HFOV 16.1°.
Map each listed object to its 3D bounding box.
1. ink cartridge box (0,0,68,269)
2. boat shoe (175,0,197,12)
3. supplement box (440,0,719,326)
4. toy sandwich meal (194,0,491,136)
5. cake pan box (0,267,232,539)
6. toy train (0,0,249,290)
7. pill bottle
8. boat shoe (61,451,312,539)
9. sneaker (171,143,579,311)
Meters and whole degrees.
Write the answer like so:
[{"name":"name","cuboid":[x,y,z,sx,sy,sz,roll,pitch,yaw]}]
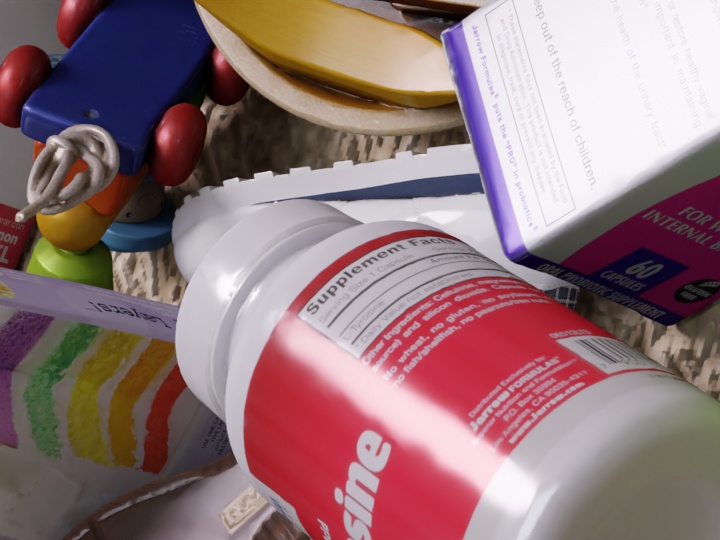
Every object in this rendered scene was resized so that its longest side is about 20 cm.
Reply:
[{"name":"ink cartridge box","cuboid":[-0.197,-0.106,1.201,0.146,0.083,0.200,27,94,45]},{"name":"boat shoe","cuboid":[-0.036,-0.155,1.098,0.200,0.072,0.068,-34,93,21]},{"name":"supplement box","cuboid":[0.142,-0.077,0.868,0.200,0.101,0.103,-34,55,30]},{"name":"toy sandwich meal","cuboid":[0.019,-0.144,0.986,0.205,0.070,0.205,-3,78,15]},{"name":"cake pan box","cuboid":[-0.141,0.099,1.000,0.052,0.184,0.200,36,104,44]},{"name":"toy train","cuboid":[-0.114,-0.028,1.031,0.200,0.085,0.116,-62,-9,-54]},{"name":"pill bottle","cuboid":[0.028,0.052,0.841,0.200,0.112,0.112,33,99,44]},{"name":"boat shoe","cuboid":[-0.041,0.109,0.975,0.202,0.075,0.075,-33,54,13]},{"name":"sneaker","cuboid":[0.000,0.000,0.996,0.200,0.076,0.081,-7,85,44]}]
